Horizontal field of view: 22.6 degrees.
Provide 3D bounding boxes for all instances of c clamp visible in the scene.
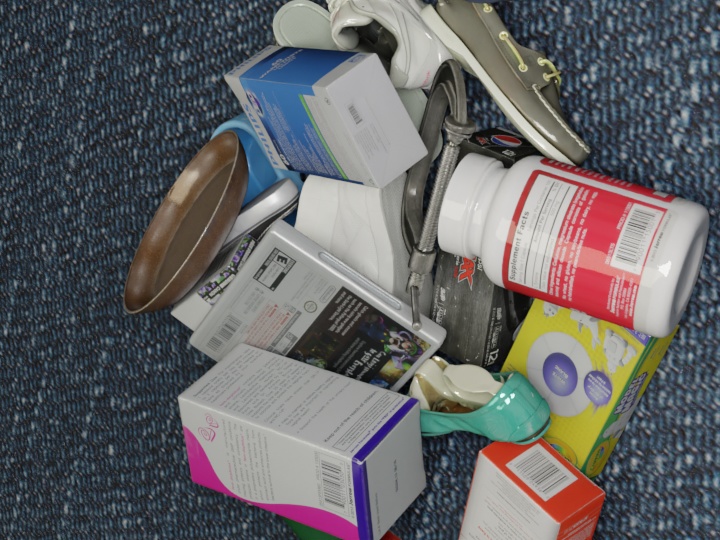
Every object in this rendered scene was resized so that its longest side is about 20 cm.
[{"bbox_3d":[0.065,-0.073,1.528,0.171,0.027,0.200,-105,25,-65],"label":"c clamp"}]

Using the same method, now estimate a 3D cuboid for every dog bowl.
[{"bbox_3d":[-0.083,-0.070,1.765,0.111,0.050,0.200,-46,68,42],"label":"dog bowl"}]

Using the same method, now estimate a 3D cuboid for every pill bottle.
[{"bbox_3d":[0.169,-0.027,1.443,0.200,0.112,0.112,19,116,19],"label":"pill bottle"}]

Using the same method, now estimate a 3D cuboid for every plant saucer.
[{"bbox_3d":[-0.162,-0.041,1.719,0.032,0.200,0.200,32,137,-19],"label":"plant saucer"}]

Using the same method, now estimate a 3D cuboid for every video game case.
[{"bbox_3d":[-0.043,0.060,1.639,0.182,0.023,0.200,34,137,-5],"label":"video game case"}]

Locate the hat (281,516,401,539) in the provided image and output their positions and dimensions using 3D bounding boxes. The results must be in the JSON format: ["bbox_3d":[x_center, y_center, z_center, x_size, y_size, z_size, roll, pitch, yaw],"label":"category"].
[{"bbox_3d":[-0.020,0.269,1.716,0.200,0.166,0.176,12,110,43],"label":"hat"}]

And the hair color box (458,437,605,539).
[{"bbox_3d":[0.143,0.240,1.586,0.101,0.061,0.200,42,142,29],"label":"hair color box"}]

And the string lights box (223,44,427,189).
[{"bbox_3d":[-0.034,-0.137,1.570,0.200,0.059,0.103,17,140,59],"label":"string lights box"}]

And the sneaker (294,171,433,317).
[{"bbox_3d":[0.000,0.000,1.674,0.115,0.074,0.200,2,105,37],"label":"sneaker"}]

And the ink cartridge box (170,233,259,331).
[{"bbox_3d":[-0.069,0.062,1.714,0.200,0.050,0.109,39,136,-15],"label":"ink cartridge box"}]

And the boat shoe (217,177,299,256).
[{"bbox_3d":[-0.112,-0.018,1.731,0.066,0.070,0.200,48,130,-5],"label":"boat shoe"}]

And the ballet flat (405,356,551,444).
[{"bbox_3d":[0.087,0.106,1.566,0.200,0.067,0.070,1,129,57],"label":"ballet flat"}]

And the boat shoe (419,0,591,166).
[{"bbox_3d":[0.131,-0.166,1.511,0.060,0.072,0.202,-41,68,5],"label":"boat shoe"}]

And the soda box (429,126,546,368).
[{"bbox_3d":[0.114,-0.019,1.574,0.071,0.063,0.200,25,119,36],"label":"soda box"}]

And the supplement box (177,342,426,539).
[{"bbox_3d":[-0.052,0.154,1.607,0.200,0.103,0.101,16,128,29],"label":"supplement box"}]

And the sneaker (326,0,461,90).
[{"bbox_3d":[0.003,-0.237,1.596,0.200,0.099,0.078,49,131,23],"label":"sneaker"}]

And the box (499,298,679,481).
[{"bbox_3d":[0.182,0.093,1.551,0.117,0.048,0.200,42,130,29],"label":"box"}]

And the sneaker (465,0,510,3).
[{"bbox_3d":[0.084,-0.279,1.498,0.200,0.108,0.070,34,123,33],"label":"sneaker"}]

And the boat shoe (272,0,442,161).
[{"bbox_3d":[-0.001,-0.167,1.651,0.200,0.076,0.060,50,171,10],"label":"boat shoe"}]
